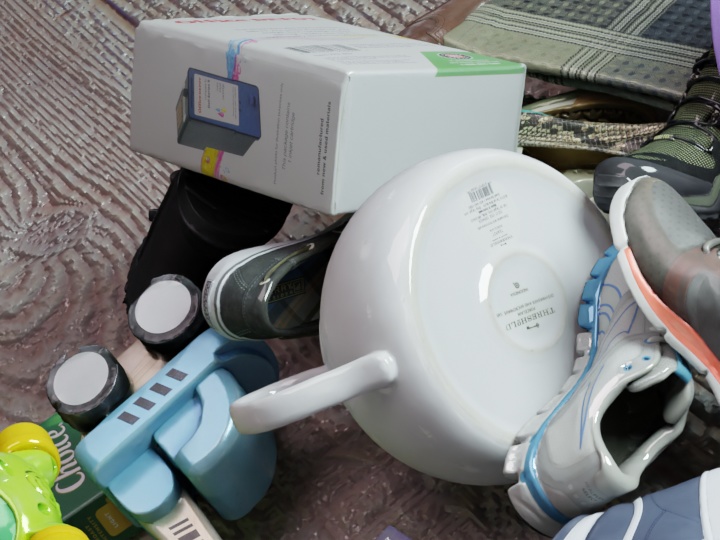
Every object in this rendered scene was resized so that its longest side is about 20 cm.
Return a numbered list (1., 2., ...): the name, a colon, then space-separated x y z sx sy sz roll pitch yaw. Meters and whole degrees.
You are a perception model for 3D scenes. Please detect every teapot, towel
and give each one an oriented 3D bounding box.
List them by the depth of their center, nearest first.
1. teapot: 0.046 0.035 1.420 0.146 0.199 0.198 -21 47 51
2. towel: 0.179 -0.160 1.625 0.199 0.035 0.193 17 42 32

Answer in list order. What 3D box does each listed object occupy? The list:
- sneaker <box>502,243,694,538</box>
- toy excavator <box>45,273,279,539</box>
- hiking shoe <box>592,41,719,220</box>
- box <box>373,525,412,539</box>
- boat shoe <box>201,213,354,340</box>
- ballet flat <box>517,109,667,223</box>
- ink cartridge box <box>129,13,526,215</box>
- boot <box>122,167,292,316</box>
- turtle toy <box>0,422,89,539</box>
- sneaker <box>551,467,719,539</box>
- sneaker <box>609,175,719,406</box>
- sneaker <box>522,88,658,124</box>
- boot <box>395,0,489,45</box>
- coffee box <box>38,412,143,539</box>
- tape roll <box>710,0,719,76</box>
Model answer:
1. sneaker: 0.153 0.052 1.348 0.087 0.075 0.201 -25 32 51
2. toy excavator: -0.103 0.130 1.473 0.194 0.100 0.200 -42 53 -7
3. hiking shoe: 0.199 -0.087 1.440 0.199 0.101 0.076 -17 14 -42
4. box: -0.004 0.240 1.273 0.200 0.079 0.141 -43 34 -14
5. boat shoe: 0.000 0.000 1.496 0.199 0.069 0.056 -22 20 -35
6. ballet flat: 0.127 -0.057 1.535 0.199 0.068 0.075 4 44 23
7. ink cartridge box: -0.023 -0.097 1.521 0.145 0.088 0.200 -7 19 -42
8. boot: -0.106 -0.021 1.659 0.163 0.073 0.199 -57 11 30
9. turtle toy: -0.205 0.191 1.439 0.100 0.201 0.146 -9 30 -14
10. sneaker: 0.140 0.176 1.226 0.108 0.070 0.200 -17 28 19
11. sneaker: 0.205 0.020 1.301 0.082 0.077 0.200 -47 63 31
12. sneaker: 0.099 -0.092 1.644 0.199 0.067 0.090 -21 37 26
13. boot: 0.057 -0.147 1.696 0.186 0.064 0.200 -35 1 25
14. coffee box: -0.161 0.123 1.617 0.199 0.044 0.123 -34 31 1
15. tape roll: 0.279 -0.147 1.417 0.065 0.200 0.200 1 46 45
